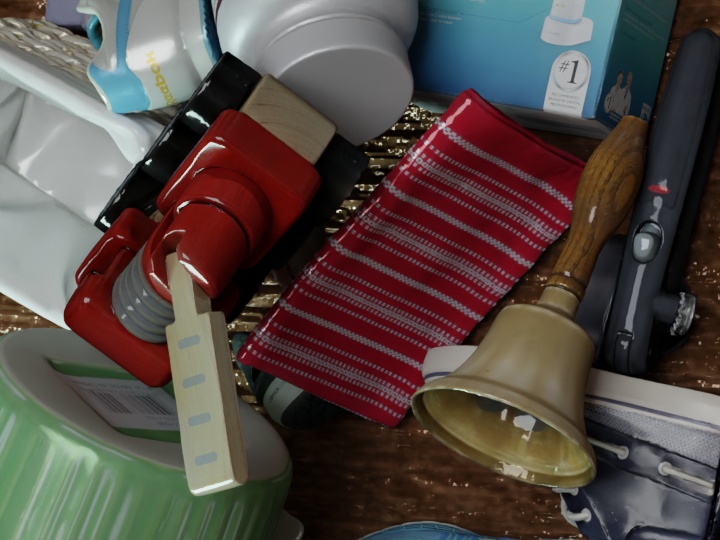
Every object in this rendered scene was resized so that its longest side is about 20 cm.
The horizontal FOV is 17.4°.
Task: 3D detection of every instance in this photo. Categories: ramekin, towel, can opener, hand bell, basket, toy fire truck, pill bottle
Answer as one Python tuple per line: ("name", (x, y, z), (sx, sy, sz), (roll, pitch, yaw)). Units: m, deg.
("ramekin", (-0.133, 0.112, 1.264), (0.199, 0.200, 0.098), (30, 106, 26))
("towel", (0.037, -0.002, 1.316), (0.200, 0.144, 0.023), (-48, 50, 11))
("can opener", (0.166, -0.037, 1.303), (0.078, 0.063, 0.201), (17, 89, 12))
("hand bell", (0.111, 0.003, 1.258), (0.104, 0.104, 0.201), (12, 65, 26))
("basket", (-0.180, -0.063, 1.427), (0.199, 0.123, 0.136), (28, 110, 28))
("toy fire truck", (-0.088, 0.019, 1.216), (0.128, 0.200, 0.176), (37, 140, -8))
("pill bottle", (-0.030, -0.169, 1.310), (0.113, 0.113, 0.201), (-28, 52, 19))

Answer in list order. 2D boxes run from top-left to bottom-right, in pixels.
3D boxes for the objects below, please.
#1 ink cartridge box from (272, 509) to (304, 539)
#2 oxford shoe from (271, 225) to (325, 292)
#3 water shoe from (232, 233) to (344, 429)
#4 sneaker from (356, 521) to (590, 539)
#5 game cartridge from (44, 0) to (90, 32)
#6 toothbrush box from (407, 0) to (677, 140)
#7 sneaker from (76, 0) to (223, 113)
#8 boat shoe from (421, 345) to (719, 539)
("ink cartridge box", (-0.108, 0.206, 1.394), (0.116, 0.067, 0.201), (35, 99, 26))
("oxford shoe", (-0.026, -0.084, 1.366), (0.074, 0.070, 0.201), (-6, 73, 12))
("water shoe", (0.000, 0.000, 1.374), (0.200, 0.071, 0.079), (-48, 60, 9))
("sneaker", (0.052, 0.175, 1.310), (0.199, 0.090, 0.079), (-7, 79, 25))
("game cartridge", (-0.105, -0.211, 1.478), (0.199, 0.038, 0.130), (2, 79, 26))
("toothbrush box", (0.105, -0.185, 1.343), (0.146, 0.085, 0.201), (11, 87, 28))
("sneaker", (-0.124, -0.166, 1.376), (0.080, 0.077, 0.200), (-19, 36, 6))
("boat shoe", (0.117, 0.103, 1.297), (0.199, 0.075, 0.093), (10, 79, 26))
